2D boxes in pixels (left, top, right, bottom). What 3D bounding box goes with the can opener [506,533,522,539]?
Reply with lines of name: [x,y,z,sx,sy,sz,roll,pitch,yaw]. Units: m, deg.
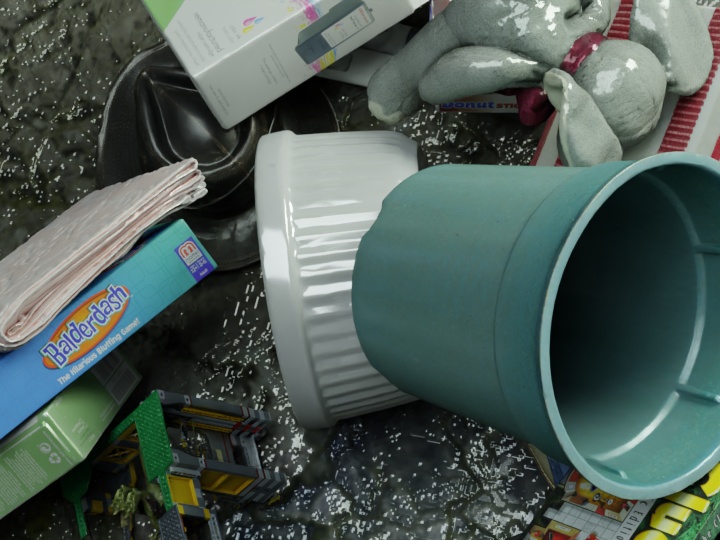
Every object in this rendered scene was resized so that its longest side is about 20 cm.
can opener: [0.109,0.200,1.450,0.200,0.067,0.053,-22,26,8]

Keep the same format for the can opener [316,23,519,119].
can opener: [0.041,-0.153,1.652,0.200,0.067,0.053,14,76,22]

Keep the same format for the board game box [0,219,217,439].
board game box: [-0.205,0.044,1.594,0.200,0.152,0.045,-39,100,-18]

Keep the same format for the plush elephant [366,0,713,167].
plush elephant: [0.132,-0.128,1.493,0.165,0.200,0.155,-33,84,-29]

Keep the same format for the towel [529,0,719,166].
towel: [0.210,-0.104,1.516,0.200,0.023,0.144,18,83,44]

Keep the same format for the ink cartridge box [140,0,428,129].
ink cartridge box: [-0.044,-0.202,1.621,0.200,0.067,0.117,-33,52,-2]

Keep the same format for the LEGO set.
LEGO set: [-0.111,0.180,1.580,0.154,0.116,0.200,-50,45,29]

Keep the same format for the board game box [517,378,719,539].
board game box: [0.165,0.140,1.383,0.105,0.023,0.200,18,59,37]

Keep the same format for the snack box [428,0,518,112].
snack box: [0.084,-0.194,1.637,0.072,0.024,0.200,1,54,-4]

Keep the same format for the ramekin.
ramekin: [0.000,0.000,1.545,0.105,0.200,0.200,-9,68,5]

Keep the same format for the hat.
hat: [-0.120,-0.101,1.680,0.200,0.081,0.201,-6,70,18]

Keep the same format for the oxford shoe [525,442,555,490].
oxford shoe: [0.126,0.068,1.534,0.071,0.074,0.200,-21,76,9]

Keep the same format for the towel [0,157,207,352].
towel: [-0.211,-0.001,1.592,0.191,0.200,0.032,-41,103,-25]

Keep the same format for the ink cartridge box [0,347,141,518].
ink cartridge box: [-0.256,0.135,1.612,0.200,0.146,0.048,-35,100,20]

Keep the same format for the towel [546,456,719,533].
towel: [0.220,0.114,1.477,0.200,0.049,0.112,-16,98,8]

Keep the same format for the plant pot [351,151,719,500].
plant pot: [0.111,0.019,1.390,0.196,0.200,0.200,12,74,49]
